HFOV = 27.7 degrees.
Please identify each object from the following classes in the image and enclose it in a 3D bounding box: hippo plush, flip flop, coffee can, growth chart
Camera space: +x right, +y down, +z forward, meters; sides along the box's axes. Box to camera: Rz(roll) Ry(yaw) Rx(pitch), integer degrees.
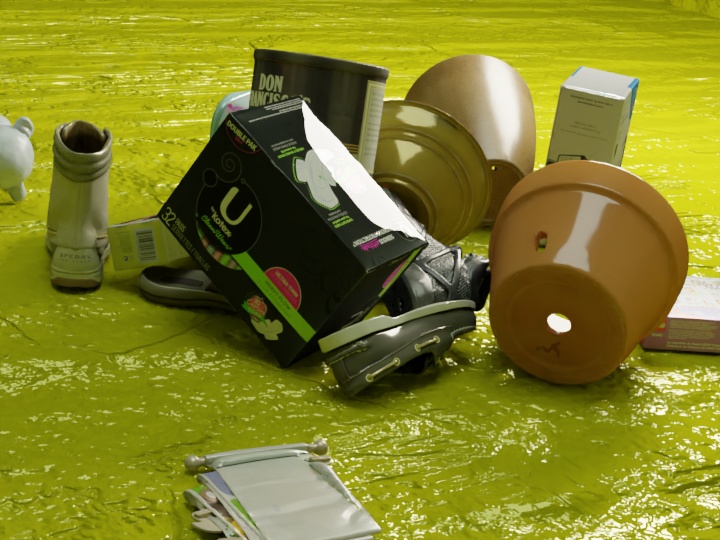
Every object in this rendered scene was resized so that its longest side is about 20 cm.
[{"bbox_3d":[-0.462,-0.157,1.701,0.159,0.161,0.199,-9,23,-35],"label":"hippo plush"},{"bbox_3d":[-0.130,0.005,1.500,0.197,0.058,0.081,5,16,3],"label":"flip flop"},{"bbox_3d":[-0.054,-0.123,1.544,0.144,0.203,0.146,8,6,-1],"label":"coffee can"},{"bbox_3d":[-0.062,0.178,1.098,0.143,0.018,0.200,-2,21,-21],"label":"growth chart"}]

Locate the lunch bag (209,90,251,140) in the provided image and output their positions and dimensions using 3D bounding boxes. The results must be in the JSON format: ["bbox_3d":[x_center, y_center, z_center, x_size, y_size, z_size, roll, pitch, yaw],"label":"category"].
[{"bbox_3d":[-0.108,-0.150,1.792,0.076,0.163,0.199,17,23,28],"label":"lunch bag"}]

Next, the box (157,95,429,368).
[{"bbox_3d":[-0.065,-0.039,1.394,0.200,0.149,0.124,49,33,12],"label":"box"}]

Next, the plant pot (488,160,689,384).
[{"bbox_3d":[0.208,0.014,1.412,0.198,0.202,0.140,12,36,16],"label":"plant pot"}]

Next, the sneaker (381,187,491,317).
[{"bbox_3d":[0.070,-0.009,1.538,0.113,0.077,0.200,3,38,-25],"label":"sneaker"}]

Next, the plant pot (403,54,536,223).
[{"bbox_3d":[0.152,-0.152,1.893,0.184,0.188,0.201,3,32,-8],"label":"plant pot"}]

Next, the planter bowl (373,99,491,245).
[{"bbox_3d":[0.044,-0.083,1.639,0.198,0.202,0.084,10,38,10],"label":"planter bowl"}]

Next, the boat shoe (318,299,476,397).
[{"bbox_3d":[0.043,0.071,1.371,0.200,0.061,0.072,-12,-11,-47],"label":"boat shoe"}]

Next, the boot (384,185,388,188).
[{"bbox_3d":[0.008,-0.116,1.715,0.199,0.077,0.154,34,-27,-28],"label":"boot"}]

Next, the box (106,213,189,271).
[{"bbox_3d":[-0.186,-0.043,1.577,0.074,0.051,0.200,-7,6,26],"label":"box"}]

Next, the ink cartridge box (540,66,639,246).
[{"bbox_3d":[0.280,-0.138,1.820,0.085,0.203,0.146,13,21,15],"label":"ink cartridge box"}]

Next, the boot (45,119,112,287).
[{"bbox_3d":[-0.298,-0.085,1.554,0.071,0.157,0.200,2,20,-11],"label":"boot"}]

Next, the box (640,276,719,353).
[{"bbox_3d":[0.384,0.047,1.573,0.197,0.040,0.137,4,19,-6],"label":"box"}]
